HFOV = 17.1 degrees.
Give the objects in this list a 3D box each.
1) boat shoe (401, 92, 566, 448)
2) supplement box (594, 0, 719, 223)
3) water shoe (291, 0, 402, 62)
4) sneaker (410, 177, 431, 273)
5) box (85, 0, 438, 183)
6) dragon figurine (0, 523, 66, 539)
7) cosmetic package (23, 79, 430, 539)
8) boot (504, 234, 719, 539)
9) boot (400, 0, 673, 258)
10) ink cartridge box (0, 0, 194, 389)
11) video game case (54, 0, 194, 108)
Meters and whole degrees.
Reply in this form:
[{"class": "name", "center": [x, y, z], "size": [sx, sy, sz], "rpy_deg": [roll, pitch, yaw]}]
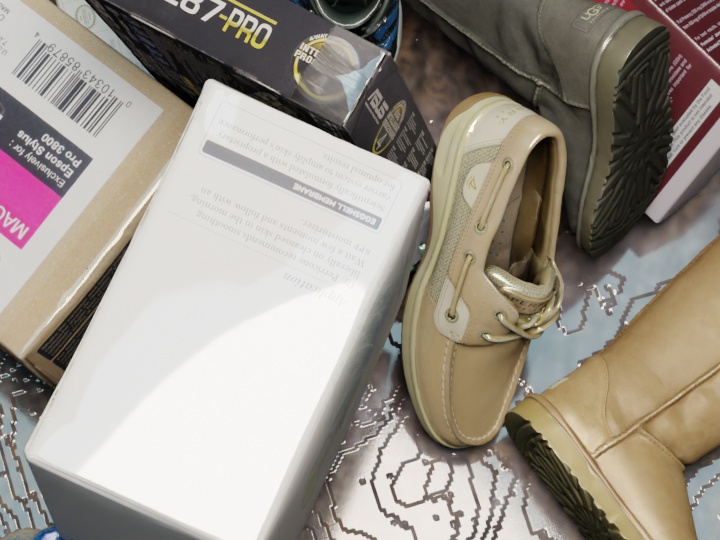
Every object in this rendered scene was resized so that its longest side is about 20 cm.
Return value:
[{"class": "boat shoe", "center": [0.072, 0.009, 1.270], "size": [0.072, 0.065, 0.201], "rpy_deg": [-9, 116, -37]}, {"class": "supplement box", "center": [0.135, -0.137, 1.338], "size": [0.200, 0.109, 0.061], "rpy_deg": [45, 44, 10]}, {"class": "water shoe", "center": [-0.014, -0.145, 1.260], "size": [0.071, 0.201, 0.079], "rpy_deg": [4, 46, 3]}, {"class": "sneaker", "center": [0.000, 0.000, 1.326], "size": [0.199, 0.074, 0.088], "rpy_deg": [-13, 86, 5]}, {"class": "box", "center": [-0.048, -0.099, 1.209], "size": [0.161, 0.200, 0.049], "rpy_deg": [31, 84, 15]}, {"class": "dragon figurine", "center": [-0.157, 0.184, 1.263], "size": [0.200, 0.059, 0.100], "rpy_deg": [34, 75, 8]}, {"class": "cosmetic package", "center": [-0.062, 0.048, 1.172], "size": [0.122, 0.199, 0.201], "rpy_deg": [25, 75, 5]}, {"class": "boot", "center": [0.203, 0.084, 1.304], "size": [0.200, 0.066, 0.176], "rpy_deg": [-34, 87, -16]}, {"class": "boot", "center": [0.077, -0.120, 1.304], "size": [0.200, 0.182, 0.072], "rpy_deg": [32, 52, 27]}, {"class": "ink cartridge box", "center": [-0.193, -0.062, 1.300], "size": [0.200, 0.075, 0.165], "rpy_deg": [36, 84, 17]}, {"class": "video game case", "center": [-0.091, -0.177, 1.384], "size": [0.180, 0.036, 0.201], "rpy_deg": [-14, 75, -6]}]
